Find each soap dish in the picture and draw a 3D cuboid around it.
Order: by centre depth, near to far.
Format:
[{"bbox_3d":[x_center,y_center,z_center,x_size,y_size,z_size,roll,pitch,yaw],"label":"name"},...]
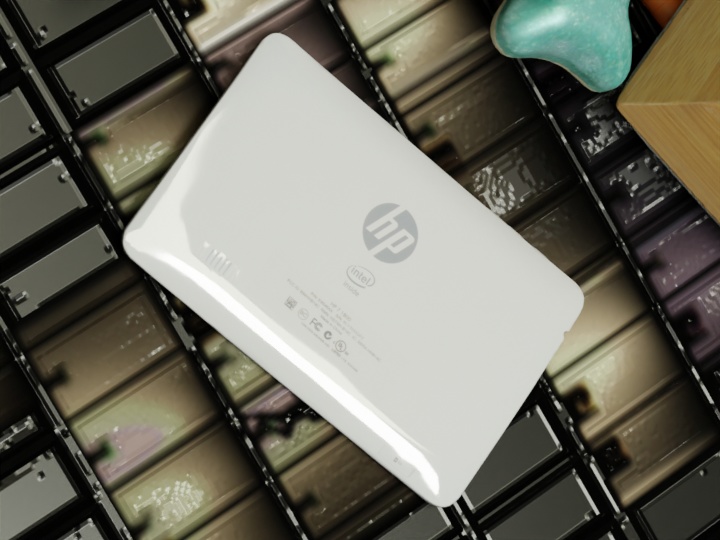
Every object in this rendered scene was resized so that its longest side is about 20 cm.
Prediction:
[{"bbox_3d":[0.233,-0.071,1.410,0.200,0.081,0.157,45,70,-24],"label":"soap dish"}]

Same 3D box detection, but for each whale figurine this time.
[{"bbox_3d":[0.122,-0.185,1.352,0.159,0.104,0.200,21,79,-33],"label":"whale figurine"}]

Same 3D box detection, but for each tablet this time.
[{"bbox_3d":[0.000,0.000,1.352,0.200,0.014,0.130,40,70,-15],"label":"tablet"}]

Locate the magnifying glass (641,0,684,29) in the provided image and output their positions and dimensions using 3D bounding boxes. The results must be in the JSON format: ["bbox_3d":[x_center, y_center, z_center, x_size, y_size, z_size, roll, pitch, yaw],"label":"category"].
[{"bbox_3d":[0.111,-0.178,1.419,0.080,0.022,0.200,-44,100,-22],"label":"magnifying glass"}]
